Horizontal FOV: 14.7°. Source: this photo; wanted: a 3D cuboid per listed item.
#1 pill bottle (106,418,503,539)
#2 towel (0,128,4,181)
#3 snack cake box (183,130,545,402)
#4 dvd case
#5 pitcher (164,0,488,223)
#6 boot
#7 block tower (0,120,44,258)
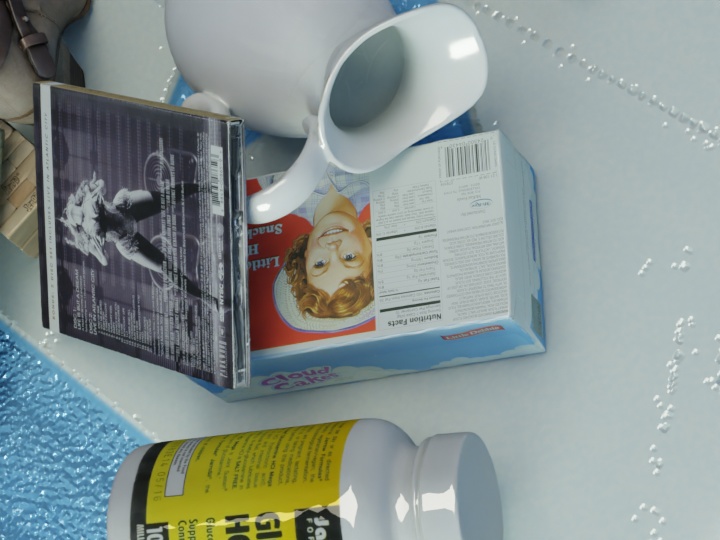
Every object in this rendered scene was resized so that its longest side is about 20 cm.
[{"bbox_3d":[-0.028,0.140,1.522,0.199,0.112,0.113,-8,68,19],"label":"pill bottle"},{"bbox_3d":[-0.305,0.002,1.693,0.192,0.034,0.201,3,85,32],"label":"towel"},{"bbox_3d":[0.000,0.000,1.591,0.199,0.067,0.116,-9,69,18],"label":"snack cake box"},{"bbox_3d":[-0.125,-0.023,1.581,0.199,0.016,0.150,14,109,50],"label":"dvd case"},{"bbox_3d":[-0.047,-0.113,1.596,0.171,0.122,0.200,-40,39,-13],"label":"pitcher"},{"bbox_3d":[-0.223,-0.178,1.701,0.070,0.146,0.201,-26,63,13],"label":"boot"},{"bbox_3d":[-0.250,-0.085,1.730,0.058,0.054,0.200,-47,61,-1],"label":"block tower"}]
